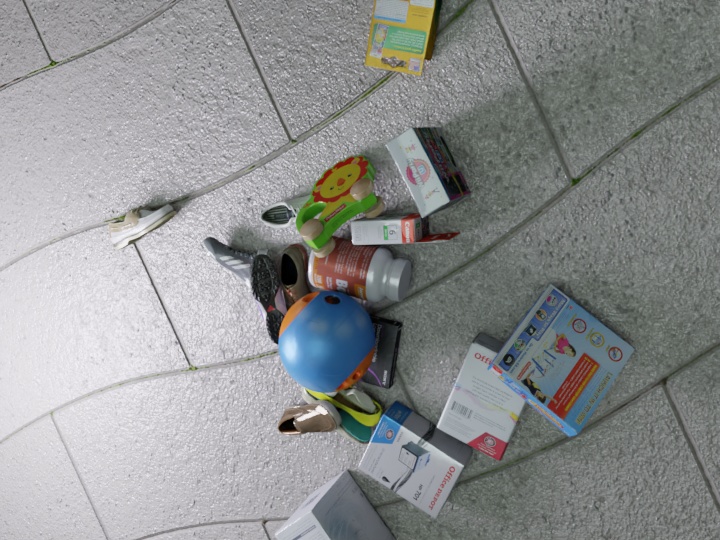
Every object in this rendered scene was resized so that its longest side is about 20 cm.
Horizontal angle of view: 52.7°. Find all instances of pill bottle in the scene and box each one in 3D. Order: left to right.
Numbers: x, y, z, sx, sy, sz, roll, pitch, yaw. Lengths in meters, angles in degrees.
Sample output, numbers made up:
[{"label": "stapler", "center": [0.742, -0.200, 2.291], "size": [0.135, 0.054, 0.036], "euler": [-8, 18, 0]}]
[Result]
[{"label": "pill bottle", "center": [0.000, 0.000, 1.498], "size": [0.196, 0.112, 0.115], "euler": [14, 105, 19]}]

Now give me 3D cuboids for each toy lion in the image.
[{"label": "toy lion", "center": [-0.049, -0.144, 1.452], "size": [0.199, 0.192, 0.069], "euler": [-38, 126, 0]}]

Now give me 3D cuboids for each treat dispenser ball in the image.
[{"label": "treat dispenser ball", "center": [-0.067, 0.143, 1.467], "size": [0.197, 0.200, 0.206], "euler": [4, 102, 20]}]

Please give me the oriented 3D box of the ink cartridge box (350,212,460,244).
[{"label": "ink cartridge box", "center": [0.090, -0.085, 1.448], "size": [0.196, 0.109, 0.052], "euler": [-2, 100, 22]}]

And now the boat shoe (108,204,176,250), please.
[{"label": "boat shoe", "center": [-0.519, -0.114, 1.704], "size": [0.197, 0.075, 0.069], "euler": [-25, 96, 25]}]

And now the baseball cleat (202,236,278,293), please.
[{"label": "baseball cleat", "center": [-0.257, -0.027, 1.628], "size": [0.199, 0.070, 0.107], "euler": [41, 106, -1]}]

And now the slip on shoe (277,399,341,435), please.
[{"label": "slip on shoe", "center": [-0.115, 0.328, 1.587], "size": [0.198, 0.060, 0.077], "euler": [-10, 113, 51]}]

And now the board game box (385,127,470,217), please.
[{"label": "board game box", "center": [0.132, -0.188, 1.362], "size": [0.064, 0.200, 0.150], "euler": [-27, 90, 23]}]

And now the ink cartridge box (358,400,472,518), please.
[{"label": "ink cartridge box", "center": [0.116, 0.399, 1.543], "size": [0.198, 0.086, 0.149], "euler": [30, 109, 16]}]

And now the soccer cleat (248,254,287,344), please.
[{"label": "soccer cleat", "center": [-0.198, 0.059, 1.582], "size": [0.067, 0.073, 0.204], "euler": [-17, 105, -7]}]

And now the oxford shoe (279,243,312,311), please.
[{"label": "oxford shoe", "center": [-0.147, 0.048, 1.586], "size": [0.069, 0.075, 0.205], "euler": [-7, 99, 19]}]

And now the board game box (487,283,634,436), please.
[{"label": "board game box", "center": [0.372, 0.165, 1.355], "size": [0.195, 0.056, 0.201], "euler": [39, 75, 10]}]

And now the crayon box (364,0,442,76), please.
[{"label": "crayon box", "center": [0.087, -0.488, 1.405], "size": [0.123, 0.051, 0.204], "euler": [15, 105, 18]}]

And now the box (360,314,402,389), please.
[{"label": "box", "center": [-0.014, 0.161, 1.576], "size": [0.196, 0.036, 0.146], "euler": [12, 104, 18]}]

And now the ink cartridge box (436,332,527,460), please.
[{"label": "ink cartridge box", "center": [0.260, 0.250, 1.458], "size": [0.144, 0.083, 0.203], "euler": [25, 108, 15]}]

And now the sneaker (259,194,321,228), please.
[{"label": "sneaker", "center": [-0.123, -0.121, 1.546], "size": [0.196, 0.071, 0.075], "euler": [-12, 96, 22]}]

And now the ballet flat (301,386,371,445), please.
[{"label": "ballet flat", "center": [-0.053, 0.316, 1.617], "size": [0.200, 0.067, 0.063], "euler": [44, 140, 13]}]

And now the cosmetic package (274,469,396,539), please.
[{"label": "cosmetic package", "center": [-0.048, 0.582, 1.579], "size": [0.122, 0.199, 0.202], "euler": [-37, 86, 23]}]

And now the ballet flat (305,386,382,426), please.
[{"label": "ballet flat", "center": [-0.036, 0.265, 1.573], "size": [0.198, 0.067, 0.067], "euler": [32, 146, 0]}]
